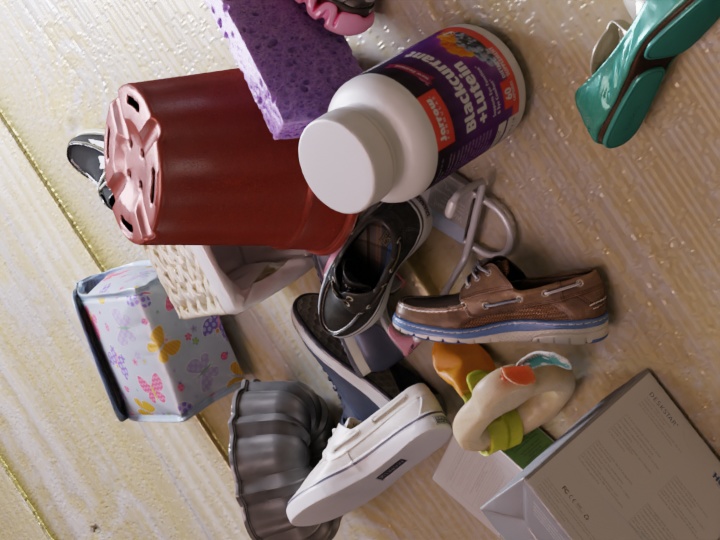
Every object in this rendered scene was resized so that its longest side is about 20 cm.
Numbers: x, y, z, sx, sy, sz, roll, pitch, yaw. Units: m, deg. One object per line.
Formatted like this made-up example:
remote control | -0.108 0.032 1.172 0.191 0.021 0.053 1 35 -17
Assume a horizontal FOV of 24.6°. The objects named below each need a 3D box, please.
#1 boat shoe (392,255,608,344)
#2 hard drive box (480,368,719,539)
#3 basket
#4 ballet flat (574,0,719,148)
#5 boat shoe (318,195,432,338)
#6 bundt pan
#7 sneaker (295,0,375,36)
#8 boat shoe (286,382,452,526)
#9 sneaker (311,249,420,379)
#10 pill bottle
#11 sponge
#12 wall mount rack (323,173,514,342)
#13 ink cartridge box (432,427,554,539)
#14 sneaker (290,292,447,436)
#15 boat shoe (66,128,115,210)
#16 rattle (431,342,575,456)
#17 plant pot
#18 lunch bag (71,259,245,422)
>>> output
boat shoe | 0.126 0.024 1.506 0.198 0.072 0.073 0 103 10
hard drive box | 0.227 0.206 1.449 0.156 0.200 0.077 53 140 6
basket | -0.154 -0.062 1.711 0.123 0.135 0.201 -14 104 52
ballet flat | 0.224 -0.185 1.310 0.071 0.067 0.201 56 140 23
boat shoe | 0.000 0.000 1.543 0.069 0.056 0.200 46 136 13
bundt pan | -0.070 0.208 1.769 0.075 0.202 0.203 -12 109 16
sneaker | -0.059 -0.300 1.490 0.199 0.079 0.096 30 130 -5
boat shoe | 0.000 0.182 1.654 0.200 0.071 0.070 -39 57 22
sneaker | 0.000 0.002 1.662 0.070 0.081 0.202 33 -143 -84
pill bottle | 0.042 -0.126 1.408 0.111 0.200 0.112 24 130 32
sponge | -0.065 -0.205 1.500 0.201 0.111 0.030 63 142 25
wall mount rack | 0.044 -0.041 1.570 0.199 0.074 0.175 35 135 25
ink cartridge box | 0.173 0.225 1.623 0.200 0.059 0.104 41 137 19
sneaker | -0.017 0.132 1.739 0.202 0.077 0.147 44 135 13
boat shoe | -0.265 -0.100 1.847 0.199 0.067 0.072 31 135 30
rattle | 0.126 0.077 1.518 0.200 0.129 0.144 65 -168 -64
plant pot | -0.127 -0.105 1.555 0.200 0.194 0.203 21 114 59
lunch bag | -0.249 0.083 1.905 0.199 0.127 0.171 -2 111 53
